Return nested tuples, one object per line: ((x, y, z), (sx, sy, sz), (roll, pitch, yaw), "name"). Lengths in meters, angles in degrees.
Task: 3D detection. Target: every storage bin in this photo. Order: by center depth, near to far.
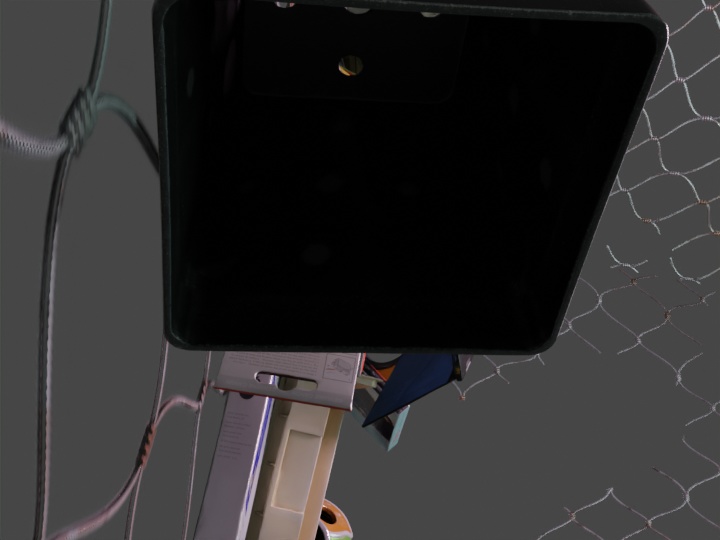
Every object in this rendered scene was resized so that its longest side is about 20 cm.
((-0.058, 0.196, 0.985), (0.199, 0.093, 0.201), (145, -41, -76), "storage bin")

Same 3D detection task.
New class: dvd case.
((-0.025, 0.112, 1.142), (0.022, 0.200, 0.146), (-38, 163, -19), "dvd case")

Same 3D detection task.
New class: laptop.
((0.070, 0.026, 0.983), (0.187, 0.115, 0.201), (-56, 143, -51), "laptop")

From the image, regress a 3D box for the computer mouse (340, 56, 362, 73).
((0.035, -0.217, 1.003), (0.200, 0.140, 0.046), (-146, -138, -76), "computer mouse")

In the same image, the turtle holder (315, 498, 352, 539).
((-0.097, 0.376, 1.313), (0.132, 0.185, 0.141), (100, -32, -69), "turtle holder")

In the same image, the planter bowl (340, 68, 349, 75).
((-0.038, -0.088, 0.740), (0.200, 0.083, 0.202), (9, 90, -90), "planter bowl")

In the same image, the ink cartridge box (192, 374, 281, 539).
((-0.101, 0.153, 0.842), (0.100, 0.039, 0.201), (100, 1, -57), "ink cartridge box")

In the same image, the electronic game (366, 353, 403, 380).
((0.038, 0.051, 1.185), (0.200, 0.042, 0.201), (-26, -127, 41), "electronic game")

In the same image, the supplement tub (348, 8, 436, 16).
((0.038, -0.331, 1.021), (0.200, 0.145, 0.146), (-80, 180, -64), "supplement tub")

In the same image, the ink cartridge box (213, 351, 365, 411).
((-0.045, 0.038, 0.805), (0.050, 0.108, 0.201), (98, 2, -46), "ink cartridge box")

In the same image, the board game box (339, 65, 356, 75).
((0.010, -0.080, 0.852), (0.030, 0.095, 0.201), (-36, 138, -24), "board game box")

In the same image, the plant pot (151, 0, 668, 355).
((0.007, -0.090, 0.496), (0.200, 0.199, 0.178), (99, -10, -45), "plant pot")
